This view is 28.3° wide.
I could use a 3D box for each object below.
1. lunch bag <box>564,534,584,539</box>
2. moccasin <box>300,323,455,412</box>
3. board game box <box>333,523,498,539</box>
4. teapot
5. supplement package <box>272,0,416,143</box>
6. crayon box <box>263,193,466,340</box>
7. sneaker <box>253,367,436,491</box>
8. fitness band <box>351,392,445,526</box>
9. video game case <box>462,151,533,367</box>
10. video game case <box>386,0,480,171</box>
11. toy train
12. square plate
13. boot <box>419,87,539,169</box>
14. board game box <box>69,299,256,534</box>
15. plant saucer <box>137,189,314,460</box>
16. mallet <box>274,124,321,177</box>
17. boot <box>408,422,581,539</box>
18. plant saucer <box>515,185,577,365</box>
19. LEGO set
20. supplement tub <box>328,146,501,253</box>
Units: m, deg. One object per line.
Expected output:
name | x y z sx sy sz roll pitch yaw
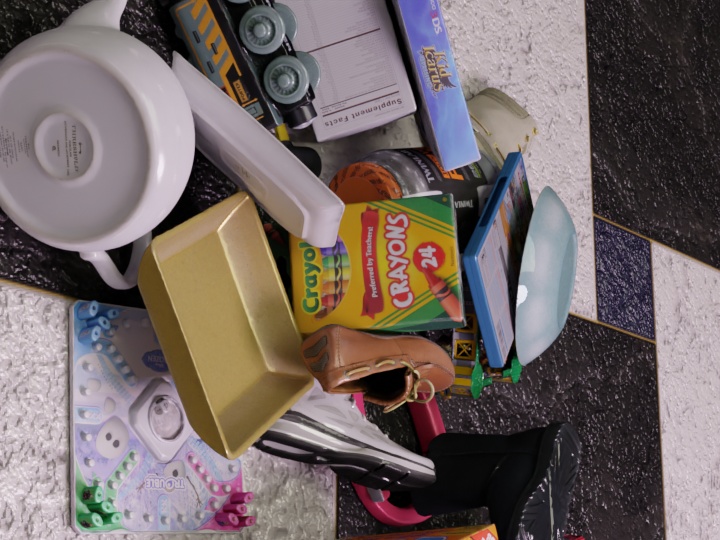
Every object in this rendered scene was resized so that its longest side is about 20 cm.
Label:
lunch bag | 0.148 0.326 1.487 0.199 0.175 0.083 -3 85 -50
moccasin | 0.027 0.101 1.381 0.201 0.073 0.078 19 44 -55
board game box | 0.013 0.361 1.305 0.199 0.199 0.202 -11 88 -49
teapot | -0.217 -0.114 1.211 0.197 0.200 0.146 44 22 2
supplement package | -0.021 -0.244 1.480 0.110 0.112 0.202 -63 137 -85
crayon box | 0.000 0.000 1.405 0.051 0.197 0.129 58 26 -76
sneaker | -0.007 0.141 1.409 0.199 0.076 0.116 21 61 -19
fitness band | 0.034 0.171 1.513 0.143 0.037 0.202 -23 98 -52
video game case | 0.156 -0.015 1.534 0.201 0.018 0.144 -61 142 -48
video game case | 0.067 -0.227 1.499 0.182 0.045 0.202 -110 -177 -67
toy train | -0.118 -0.221 1.389 0.202 0.113 0.085 64 14 -9
square plate | -0.098 -0.098 1.294 0.198 0.200 0.028 42 80 3
boot | 0.172 -0.125 1.705 0.201 0.072 0.154 56 38 6
board game box | -0.174 0.135 1.290 0.199 0.026 0.203 11 71 -47
plant saucer | -0.127 0.048 1.283 0.200 0.048 0.202 -39 112 -65
mallet | -0.086 -0.183 1.478 0.065 0.041 0.202 2 74 -47
boot | 0.123 0.238 1.439 0.077 0.167 0.201 57 39 -28
plant saucer | 0.213 0.008 1.590 0.201 0.038 0.204 8 90 -72
LEGO set | 0.101 0.066 1.583 0.200 0.115 0.156 -24 115 -62
supplement tub | 0.060 -0.072 1.544 0.199 0.122 0.124 -10 86 -50
